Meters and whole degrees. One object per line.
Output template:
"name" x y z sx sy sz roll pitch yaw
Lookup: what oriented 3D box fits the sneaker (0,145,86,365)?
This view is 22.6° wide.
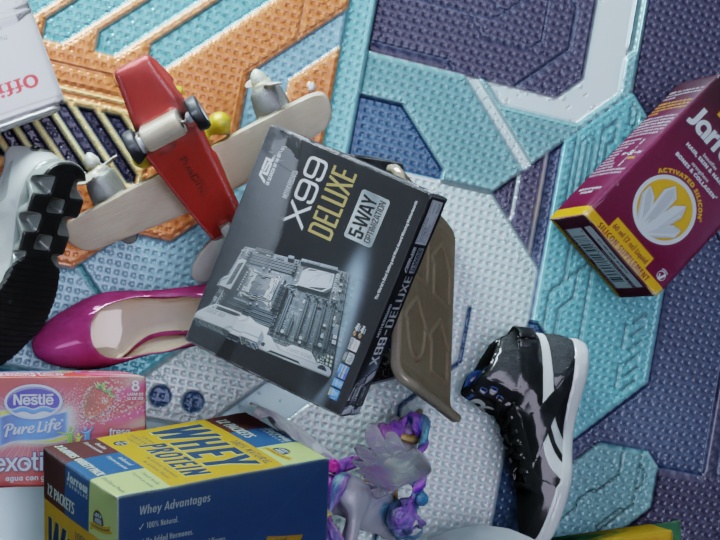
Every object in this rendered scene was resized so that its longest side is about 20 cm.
"sneaker" -0.307 -0.014 1.562 0.074 0.088 0.200 17 98 -52

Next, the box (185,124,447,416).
"box" -0.038 -0.001 1.508 0.158 0.050 0.200 25 97 19

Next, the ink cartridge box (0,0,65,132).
"ink cartridge box" -0.356 -0.207 1.537 0.145 0.085 0.200 -21 94 -17

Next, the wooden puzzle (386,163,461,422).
"wooden puzzle" 0.046 0.025 1.608 0.046 0.185 0.200 -6 74 15

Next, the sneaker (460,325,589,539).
"sneaker" 0.142 0.152 1.701 0.112 0.073 0.200 14 77 -14

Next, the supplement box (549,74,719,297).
"supplement box" 0.297 -0.080 1.739 0.200 0.086 0.110 -45 101 -13

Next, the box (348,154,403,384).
"box" 0.000 0.000 1.609 0.048 0.158 0.200 -2 89 17

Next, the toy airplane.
"toy airplane" -0.144 -0.093 1.586 0.200 0.141 0.199 9 121 -23

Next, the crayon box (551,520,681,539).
"crayon box" 0.234 0.316 1.733 0.200 0.052 0.126 -6 91 -18

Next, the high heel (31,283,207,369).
"high heel" -0.185 0.050 1.580 0.200 0.096 0.067 -6 91 -18

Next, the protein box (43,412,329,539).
"protein box" -0.144 0.243 1.486 0.198 0.135 0.200 -7 106 -34

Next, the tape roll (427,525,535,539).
"tape roll" 0.111 0.338 1.644 0.202 0.071 0.203 0 95 0

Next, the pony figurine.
"pony figurine" -0.010 0.200 1.610 0.193 0.166 0.200 34 73 -58

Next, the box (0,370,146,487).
"box" -0.289 0.134 1.545 0.200 0.100 0.096 0 89 -17
